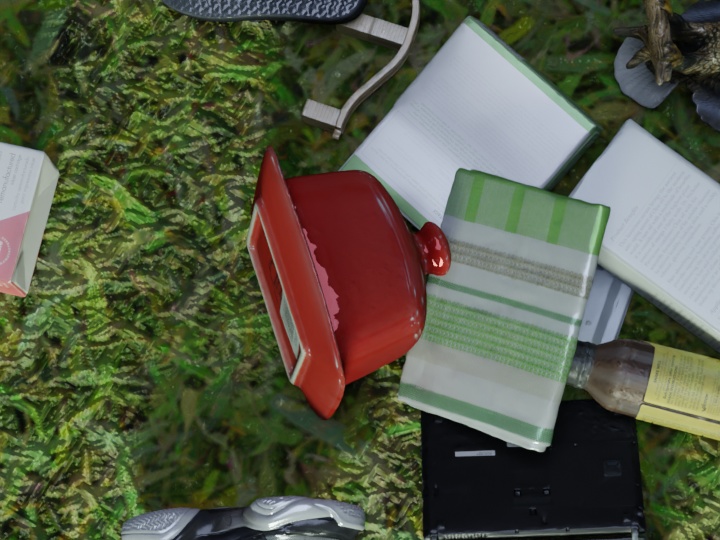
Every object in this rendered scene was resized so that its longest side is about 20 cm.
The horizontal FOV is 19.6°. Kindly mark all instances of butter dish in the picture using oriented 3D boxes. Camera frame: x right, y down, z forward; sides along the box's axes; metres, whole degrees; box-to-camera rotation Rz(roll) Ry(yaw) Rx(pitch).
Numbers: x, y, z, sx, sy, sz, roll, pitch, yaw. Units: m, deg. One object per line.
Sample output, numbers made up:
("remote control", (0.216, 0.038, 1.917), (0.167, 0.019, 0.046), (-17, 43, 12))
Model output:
("butter dish", (0.000, 0.000, 1.656), (0.148, 0.200, 0.200), (-15, 78, -10))

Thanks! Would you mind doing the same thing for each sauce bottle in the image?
("sauce bottle", (0.236, 0.090, 1.674), (0.200, 0.065, 0.065), (16, 80, 2))

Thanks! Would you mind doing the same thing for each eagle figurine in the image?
("eagle figurine", (0.320, -0.184, 1.714), (0.200, 0.151, 0.152), (2, 122, -25))

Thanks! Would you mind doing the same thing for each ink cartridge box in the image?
("ink cartridge box", (0.082, -0.090, 1.737), (0.146, 0.048, 0.200), (42, 100, 11))
("ink cartridge box", (-0.367, -0.059, 1.750), (0.200, 0.068, 0.117), (12, 80, 6))

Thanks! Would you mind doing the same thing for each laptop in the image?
("laptop", (0.140, 0.215, 1.689), (0.177, 0.103, 0.200), (-3, 53, 3))

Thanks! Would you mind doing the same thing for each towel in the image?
("towel", (0.116, 0.029, 1.669), (0.149, 0.031, 0.200), (18, 95, 33))

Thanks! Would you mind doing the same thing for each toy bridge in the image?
("toy bridge", (0.012, -0.203, 1.773), (0.067, 0.027, 0.200), (18, 81, 7))

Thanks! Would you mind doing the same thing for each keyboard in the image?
("keyboard", (0.206, -0.009, 1.731), (0.056, 0.011, 0.200), (18, 80, 12))

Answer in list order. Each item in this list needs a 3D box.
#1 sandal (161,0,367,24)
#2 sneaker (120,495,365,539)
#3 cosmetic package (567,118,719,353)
("sandal", (-0.091, -0.242, 1.778), (0.200, 0.043, 0.076), (13, 88, 12))
("sneaker", (-0.091, 0.243, 1.670), (0.200, 0.075, 0.114), (-7, 79, 9))
("cosmetic package", (0.264, -0.020, 1.688), (0.200, 0.071, 0.101), (37, 83, 5))
